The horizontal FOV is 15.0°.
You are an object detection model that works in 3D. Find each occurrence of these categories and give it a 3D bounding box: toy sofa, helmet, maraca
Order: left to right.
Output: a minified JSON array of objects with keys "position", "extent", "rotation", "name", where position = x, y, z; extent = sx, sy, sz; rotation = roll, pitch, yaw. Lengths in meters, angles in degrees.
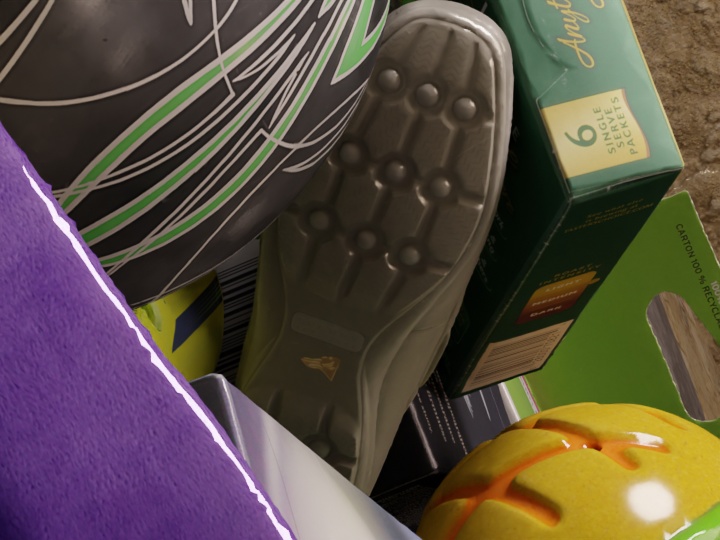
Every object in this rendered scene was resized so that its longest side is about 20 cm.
[{"position":[-0.083,0.027,0.600],"extent":[0.200,0.083,0.098],"rotation":[53,-15,20],"name":"toy sofa"},{"position":[-0.087,-0.083,0.772],"extent":[0.191,0.200,0.200],"rotation":[54,-1,43],"name":"helmet"},{"position":[0.068,0.106,0.910],"extent":[0.107,0.137,0.200],"rotation":[61,26,0],"name":"maraca"}]

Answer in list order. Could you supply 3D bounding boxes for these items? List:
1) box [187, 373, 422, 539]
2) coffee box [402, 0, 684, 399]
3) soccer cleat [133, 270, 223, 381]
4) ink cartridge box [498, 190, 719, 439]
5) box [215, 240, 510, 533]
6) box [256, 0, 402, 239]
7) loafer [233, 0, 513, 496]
[{"position":[-0.026,0.162,0.712],"extent":[0.198,0.123,0.201],"rotation":[44,26,-62],"name":"box"},{"position":[0.047,-0.045,0.921],"extent":[0.200,0.044,0.124],"rotation":[112,-38,-67],"name":"coffee box"},{"position":[-0.078,0.019,0.873],"extent":[0.084,0.064,0.201],"rotation":[80,1,-45],"name":"soccer cleat"},{"position":[0.076,0.072,1.183],"extent":[0.076,0.199,0.148],"rotation":[-65,132,-76],"name":"ink cartridge box"},{"position":[-0.020,0.033,1.046],"extent":[0.200,0.104,0.149],"rotation":[28,40,-74],"name":"box"},{"position":[-0.031,-0.125,0.888],"extent":[0.117,0.048,0.201],"rotation":[40,-53,39],"name":"box"},{"position":[0.000,0.000,0.867],"extent":[0.070,0.201,0.070],"rotation":[23,28,0],"name":"loafer"}]
